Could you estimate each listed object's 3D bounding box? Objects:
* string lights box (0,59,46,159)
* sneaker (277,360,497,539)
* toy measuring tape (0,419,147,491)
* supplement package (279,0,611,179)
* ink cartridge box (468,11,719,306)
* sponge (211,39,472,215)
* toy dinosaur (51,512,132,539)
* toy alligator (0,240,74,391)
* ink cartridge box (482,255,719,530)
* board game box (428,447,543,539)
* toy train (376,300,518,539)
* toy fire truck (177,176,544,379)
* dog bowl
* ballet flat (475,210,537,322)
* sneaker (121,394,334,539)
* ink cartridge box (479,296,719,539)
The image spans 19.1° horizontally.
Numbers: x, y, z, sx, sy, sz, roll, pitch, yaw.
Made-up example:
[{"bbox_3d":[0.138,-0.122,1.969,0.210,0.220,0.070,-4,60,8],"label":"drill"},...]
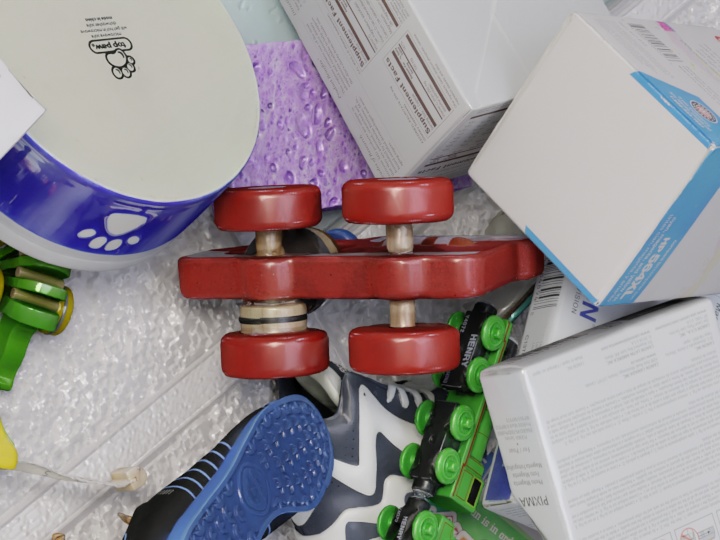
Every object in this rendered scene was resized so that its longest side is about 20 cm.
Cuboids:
[{"bbox_3d":[-0.257,-0.085,1.103,0.103,0.199,0.059,51,57,-19],"label":"string lights box"},{"bbox_3d":[0.013,0.081,1.363,0.199,0.079,0.130,-42,117,-24],"label":"sneaker"},{"bbox_3d":[-0.206,0.078,1.202,0.199,0.073,0.074,14,75,-36],"label":"toy measuring tape"},{"bbox_3d":[0.051,-0.172,1.374,0.155,0.111,0.201,-17,72,-38],"label":"supplement package"},{"bbox_3d":[0.192,-0.068,1.324,0.199,0.126,0.129,-2,42,-51],"label":"ink cartridge box"},{"bbox_3d":[-0.019,-0.096,1.398,0.199,0.030,0.113,-10,89,-39],"label":"sponge"},{"bbox_3d":[-0.134,0.202,1.256,0.199,0.060,0.107,25,81,-22],"label":"toy dinosaur"},{"bbox_3d":[-0.184,-0.031,1.243,0.059,0.054,0.202,19,72,-35],"label":"toy alligator"},{"bbox_3d":[0.186,0.091,1.387,0.199,0.043,0.198,24,70,-27],"label":"ink cartridge box"},{"bbox_3d":[0.101,0.144,1.422,0.200,0.030,0.096,-41,108,-19],"label":"board game box"},{"bbox_3d":[0.055,0.117,1.323,0.056,0.041,0.201,38,65,-44],"label":"toy train"},{"bbox_3d":[0.000,0.000,1.306,0.168,0.198,0.113,-12,100,-70],"label":"toy fire truck"},{"bbox_3d":[-0.158,-0.106,1.220,0.199,0.079,0.201,22,50,-29],"label":"dog bowl"},{"bbox_3d":[0.124,-0.026,1.486,0.200,0.069,0.070,-41,108,-39],"label":"ballet flat"},{"bbox_3d":[-0.084,0.135,1.224,0.071,0.077,0.200,65,30,-11],"label":"sneaker"},{"bbox_3d":[0.171,0.133,1.321,0.162,0.057,0.202,-17,97,-33],"label":"ink cartridge box"}]
